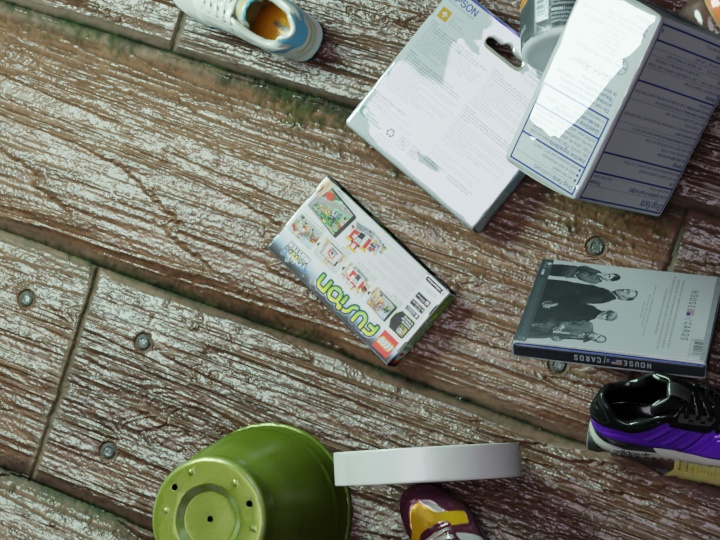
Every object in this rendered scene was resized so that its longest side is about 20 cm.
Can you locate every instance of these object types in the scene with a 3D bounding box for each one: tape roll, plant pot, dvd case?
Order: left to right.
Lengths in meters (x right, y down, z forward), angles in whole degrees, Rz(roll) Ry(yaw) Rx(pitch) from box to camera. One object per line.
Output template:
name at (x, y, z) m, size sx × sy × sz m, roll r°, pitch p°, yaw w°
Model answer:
plant pot at (-0.132, 0.266, 1.734) m, size 0.198 × 0.193 × 0.203 m, roll -2°, pitch 84°, yaw 17°
tape roll at (0.069, 0.203, 1.676) m, size 0.200 × 0.203 × 0.038 m, roll -6°, pitch 83°, yaw 16°
dvd case at (0.271, 0.047, 1.669) m, size 0.197 × 0.151 × 0.025 m, roll 7°, pitch 127°, yaw 17°

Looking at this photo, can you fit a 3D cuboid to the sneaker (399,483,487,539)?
sneaker at (0.105, 0.313, 1.710) m, size 0.075 × 0.090 × 0.201 m, roll -40°, pitch 75°, yaw 9°

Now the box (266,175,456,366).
box at (0.000, 0.000, 1.804) m, size 0.200 × 0.035 × 0.110 m, roll 44°, pitch 98°, yaw 16°

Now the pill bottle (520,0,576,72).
pill bottle at (0.224, -0.321, 1.722) m, size 0.105 × 0.106 × 0.202 m, roll -4°, pitch 68°, yaw 16°

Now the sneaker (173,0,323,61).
sneaker at (-0.140, -0.308, 1.855) m, size 0.198 × 0.081 × 0.077 m, roll 24°, pitch 93°, yaw 19°

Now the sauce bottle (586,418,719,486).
sauce bottle at (0.337, 0.185, 1.668) m, size 0.198 × 0.066 × 0.067 m, roll 11°, pitch 87°, yaw 20°

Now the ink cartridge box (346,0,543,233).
ink cartridge box at (0.118, -0.180, 1.784) m, size 0.196 × 0.043 × 0.201 m, roll 41°, pitch 93°, yaw 17°

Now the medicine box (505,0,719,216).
medicine box at (0.270, -0.171, 1.635) m, size 0.103 × 0.181 × 0.202 m, roll 35°, pitch 108°, yaw 35°

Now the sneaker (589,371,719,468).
sneaker at (0.325, 0.142, 1.596) m, size 0.197 × 0.100 × 0.070 m, roll -1°, pitch 56°, yaw 11°

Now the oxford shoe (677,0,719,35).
oxford shoe at (0.398, -0.202, 1.696) m, size 0.072 × 0.071 × 0.202 m, roll -32°, pitch 71°, yaw 32°
